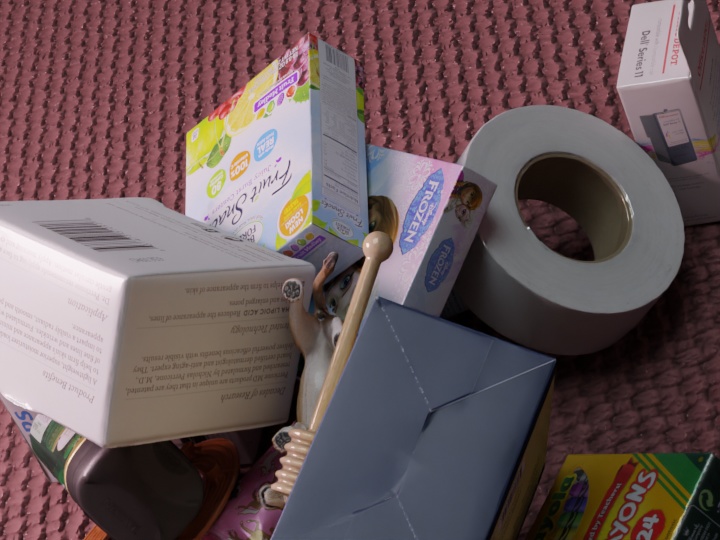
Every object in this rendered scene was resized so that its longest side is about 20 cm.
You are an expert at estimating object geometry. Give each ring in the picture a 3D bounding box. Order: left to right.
[{"bbox_3d":[-0.176,0.206,1.783,0.200,0.019,0.201,-36,19,15],"label":"ring"}]

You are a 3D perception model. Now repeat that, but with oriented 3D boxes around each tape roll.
[{"bbox_3d":[0.160,-0.034,1.811,0.201,0.071,0.204,11,56,-17],"label":"tape roll"}]

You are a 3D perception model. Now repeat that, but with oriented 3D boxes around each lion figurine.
[{"bbox_3d":[-0.030,0.092,1.665,0.072,0.122,0.201,10,83,7],"label":"lion figurine"}]

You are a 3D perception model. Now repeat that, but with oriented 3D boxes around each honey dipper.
[{"bbox_3d":[-0.017,0.066,1.589,0.038,0.038,0.201,10,78,37],"label":"honey dipper"}]

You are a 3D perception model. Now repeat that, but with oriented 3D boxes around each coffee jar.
[{"bbox_3d":[-0.191,0.152,1.740,0.085,0.104,0.200,-48,20,-6],"label":"coffee jar"}]

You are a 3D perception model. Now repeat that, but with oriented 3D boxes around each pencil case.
[{"bbox_3d":[-0.041,0.171,1.765,0.200,0.083,0.086,-44,15,-24],"label":"pencil case"}]

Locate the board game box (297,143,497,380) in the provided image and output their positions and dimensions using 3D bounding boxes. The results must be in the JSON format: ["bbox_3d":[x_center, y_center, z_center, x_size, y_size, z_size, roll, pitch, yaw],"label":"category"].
[{"bbox_3d":[0.000,0.000,1.779,0.199,0.041,0.201,16,81,55],"label":"board game box"}]

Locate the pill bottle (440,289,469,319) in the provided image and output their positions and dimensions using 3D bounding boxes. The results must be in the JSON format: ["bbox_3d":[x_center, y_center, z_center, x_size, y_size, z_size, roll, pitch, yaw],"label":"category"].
[{"bbox_3d":[0.035,-0.002,1.904,0.199,0.109,0.109,-22,37,4],"label":"pill bottle"}]

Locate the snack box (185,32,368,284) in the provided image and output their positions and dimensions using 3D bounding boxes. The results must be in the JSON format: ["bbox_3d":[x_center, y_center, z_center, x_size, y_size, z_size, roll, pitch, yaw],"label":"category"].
[{"bbox_3d":[-0.071,-0.066,1.821,0.168,0.067,0.201,-36,43,36],"label":"snack box"}]

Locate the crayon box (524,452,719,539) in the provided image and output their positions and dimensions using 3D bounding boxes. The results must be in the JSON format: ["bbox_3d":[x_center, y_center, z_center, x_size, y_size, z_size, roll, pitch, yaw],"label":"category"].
[{"bbox_3d":[0.174,0.194,1.565,0.200,0.051,0.127,-10,47,59],"label":"crayon box"}]

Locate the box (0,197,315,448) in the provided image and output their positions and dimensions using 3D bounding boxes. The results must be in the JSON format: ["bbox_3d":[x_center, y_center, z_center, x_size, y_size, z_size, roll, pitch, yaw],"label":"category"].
[{"bbox_3d":[-0.177,0.034,1.691,0.198,0.132,0.199,22,17,39],"label":"box"}]

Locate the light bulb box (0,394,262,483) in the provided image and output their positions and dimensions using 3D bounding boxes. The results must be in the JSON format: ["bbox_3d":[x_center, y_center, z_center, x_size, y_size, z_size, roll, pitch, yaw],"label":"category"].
[{"bbox_3d":[-0.182,0.066,1.930,0.199,0.125,0.199,-7,41,20],"label":"light bulb box"}]

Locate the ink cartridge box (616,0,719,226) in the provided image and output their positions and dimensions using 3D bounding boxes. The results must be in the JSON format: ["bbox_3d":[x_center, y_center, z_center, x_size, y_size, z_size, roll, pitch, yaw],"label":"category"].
[{"bbox_3d":[0.267,-0.149,1.875,0.067,0.201,0.117,-7,40,21],"label":"ink cartridge box"}]

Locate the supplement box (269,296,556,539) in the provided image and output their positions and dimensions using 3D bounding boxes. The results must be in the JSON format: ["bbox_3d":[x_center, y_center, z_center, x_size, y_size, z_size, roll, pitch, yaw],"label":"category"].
[{"bbox_3d":[0.038,0.163,1.541,0.134,0.200,0.201,19,66,11],"label":"supplement box"}]
